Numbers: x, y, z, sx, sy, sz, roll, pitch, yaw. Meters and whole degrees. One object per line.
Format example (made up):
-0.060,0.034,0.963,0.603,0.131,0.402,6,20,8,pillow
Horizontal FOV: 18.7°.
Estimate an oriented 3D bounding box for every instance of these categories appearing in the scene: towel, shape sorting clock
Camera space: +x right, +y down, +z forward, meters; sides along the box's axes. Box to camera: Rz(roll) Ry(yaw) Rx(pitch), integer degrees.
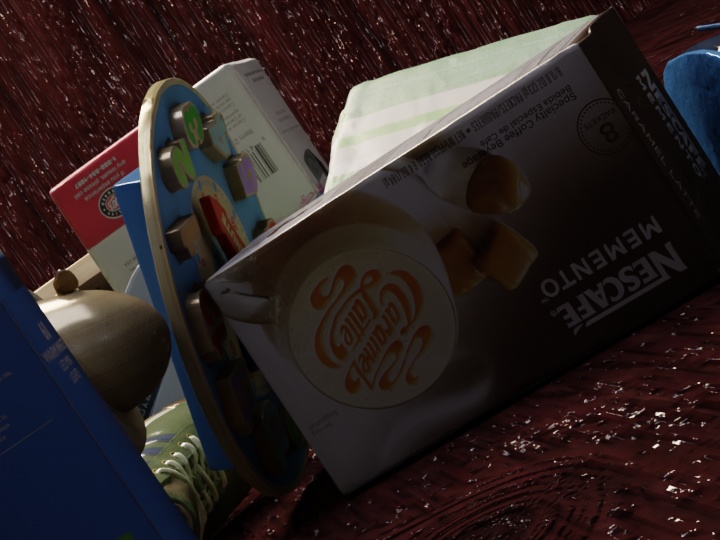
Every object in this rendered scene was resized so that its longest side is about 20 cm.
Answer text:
0.046,-0.037,1.072,0.152,0.023,0.201,-15,41,24,towel
-0.059,0.007,1.020,0.039,0.201,0.200,-15,9,15,shape sorting clock

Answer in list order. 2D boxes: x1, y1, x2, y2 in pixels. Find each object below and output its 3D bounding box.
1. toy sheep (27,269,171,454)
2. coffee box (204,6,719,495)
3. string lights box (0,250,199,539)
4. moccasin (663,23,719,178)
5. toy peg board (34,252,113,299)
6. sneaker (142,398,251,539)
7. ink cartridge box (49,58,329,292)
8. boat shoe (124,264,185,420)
-0.162,0.082,0.929,0.200,0.138,0.138,-38,4,2,toy sheep
0.050,-0.007,0.934,0.200,0.115,0.080,-31,5,24,coffee box
-0.142,0.080,0.829,0.103,0.200,0.059,-33,4,4,string lights box
0.195,-0.069,0.875,0.068,0.081,0.200,-30,17,-17,moccasin
-0.165,0.060,1.616,0.200,0.098,0.199,-37,-17,-13,toy peg board
-0.095,0.119,1.028,0.090,0.067,0.200,-17,16,49,sneaker
-0.076,-0.012,1.376,0.147,0.200,0.086,-33,3,12,ink cartridge box
-0.123,0.087,1.146,0.086,0.074,0.203,94,-165,-79,boat shoe
